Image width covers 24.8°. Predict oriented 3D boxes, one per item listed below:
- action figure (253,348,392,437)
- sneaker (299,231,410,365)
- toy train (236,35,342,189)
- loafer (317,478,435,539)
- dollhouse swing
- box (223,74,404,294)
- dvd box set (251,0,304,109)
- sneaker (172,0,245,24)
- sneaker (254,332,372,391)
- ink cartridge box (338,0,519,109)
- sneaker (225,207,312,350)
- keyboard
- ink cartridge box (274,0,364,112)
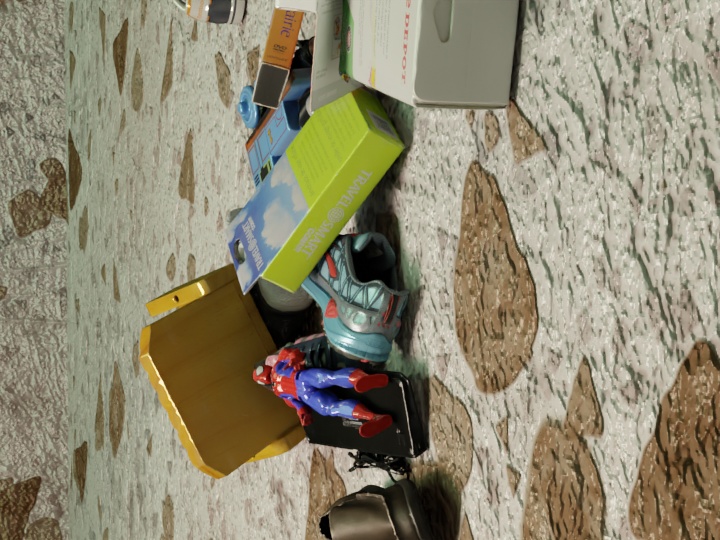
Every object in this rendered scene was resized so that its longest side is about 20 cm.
[{"bbox_3d":[-0.044,0.108,1.509,0.200,0.052,0.066,9,113,59],"label":"action figure"},{"bbox_3d":[0.000,0.000,1.522,0.096,0.079,0.200,-62,34,22],"label":"sneaker"},{"bbox_3d":[-0.062,-0.160,1.665,0.200,0.086,0.115,135,122,-62],"label":"toy train"},{"bbox_3d":[0.012,0.230,1.439,0.200,0.071,0.073,146,103,-73],"label":"loafer"},{"bbox_3d":[-0.176,0.124,1.723,0.182,0.176,0.200,-20,98,51],"label":"dollhouse swing"},{"bbox_3d":[-0.046,-0.074,1.530,0.200,0.048,0.122,-52,30,18],"label":"box"},{"bbox_3d":[-0.061,-0.263,1.518,0.146,0.029,0.201,130,154,-78],"label":"dvd box set"},{"bbox_3d":[-0.202,-0.382,2.081,0.200,0.079,0.079,-112,28,-51],"label":"sneaker"},{"bbox_3d":[-0.047,0.097,1.615,0.200,0.082,0.070,143,125,-67],"label":"sneaker"},{"bbox_3d":[0.052,-0.215,1.309,0.200,0.087,0.146,-138,50,-69],"label":"ink cartridge box"},{"bbox_3d":[-0.112,0.017,1.813,0.200,0.075,0.114,-120,37,-51],"label":"sneaker"},{"bbox_3d":[0.007,0.138,1.515,0.200,0.040,0.104,0,100,59],"label":"keyboard"},{"bbox_3d":[-0.023,-0.244,1.443,0.200,0.043,0.174,-40,-41,-67],"label":"ink cartridge box"}]
